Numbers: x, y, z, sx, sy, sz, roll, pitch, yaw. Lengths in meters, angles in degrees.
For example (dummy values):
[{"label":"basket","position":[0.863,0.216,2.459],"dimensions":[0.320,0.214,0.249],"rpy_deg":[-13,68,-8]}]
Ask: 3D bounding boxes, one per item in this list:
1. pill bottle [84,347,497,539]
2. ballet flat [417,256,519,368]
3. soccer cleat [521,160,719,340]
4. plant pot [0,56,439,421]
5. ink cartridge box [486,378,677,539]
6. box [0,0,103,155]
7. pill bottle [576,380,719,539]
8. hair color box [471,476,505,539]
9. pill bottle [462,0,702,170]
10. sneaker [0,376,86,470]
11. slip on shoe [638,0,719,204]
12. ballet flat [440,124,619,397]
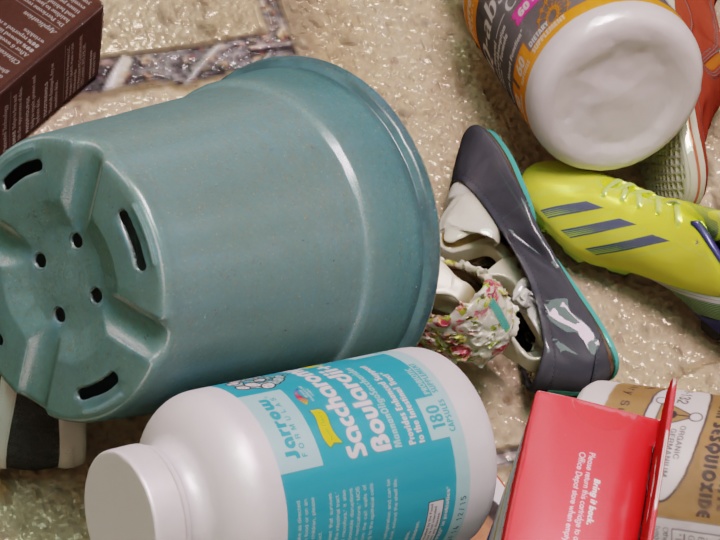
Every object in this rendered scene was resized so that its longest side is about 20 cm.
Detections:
[{"label":"pill bottle","position":[-0.037,0.107,1.166],"dimensions":[0.199,0.111,0.111],"rpy_deg":[-10,54,-36]},{"label":"ballet flat","position":[0.000,0.000,1.359],"dimensions":[0.199,0.064,0.076],"rpy_deg":[13,59,19]},{"label":"soccer cleat","position":[0.191,-0.023,1.418],"dimensions":[0.200,0.084,0.065],"rpy_deg":[32,49,14]},{"label":"plant pot","position":[-0.095,-0.009,1.248],"dimensions":[0.200,0.201,0.196],"rpy_deg":[46,33,24]},{"label":"ink cartridge box","position":[0.097,0.143,1.130],"dimensions":[0.067,0.200,0.117],"rpy_deg":[14,53,2]},{"label":"box","position":[-0.258,-0.113,1.426],"dimensions":[0.100,0.075,0.200],"rpy_deg":[34,54,16]},{"label":"pill bottle","position":[0.213,0.128,1.258],"dimensions":[0.199,0.115,0.115],"rpy_deg":[7,50,20]},{"label":"hair color box","position":[0.078,0.211,1.241],"dimensions":[0.101,0.061,0.200],"rpy_deg":[-24,60,-24]},{"label":"pill bottle","position":[0.131,-0.160,1.473],"dimensions":[0.116,0.117,0.200],"rpy_deg":[-8,36,-15]},{"label":"sneaker","position":[-0.222,0.024,1.326],"dimensions":[0.111,0.073,0.201],"rpy_deg":[-4,55,-14]},{"label":"slip on shoe","position":[0.214,-0.120,1.511],"dimensions":[0.061,0.074,0.201],"rpy_deg":[11,49,-10]},{"label":"ballet flat","position":[0.086,-0.005,1.403],"dimensions":[0.073,0.073,0.201],"rpy_deg":[-15,59,-19]}]
